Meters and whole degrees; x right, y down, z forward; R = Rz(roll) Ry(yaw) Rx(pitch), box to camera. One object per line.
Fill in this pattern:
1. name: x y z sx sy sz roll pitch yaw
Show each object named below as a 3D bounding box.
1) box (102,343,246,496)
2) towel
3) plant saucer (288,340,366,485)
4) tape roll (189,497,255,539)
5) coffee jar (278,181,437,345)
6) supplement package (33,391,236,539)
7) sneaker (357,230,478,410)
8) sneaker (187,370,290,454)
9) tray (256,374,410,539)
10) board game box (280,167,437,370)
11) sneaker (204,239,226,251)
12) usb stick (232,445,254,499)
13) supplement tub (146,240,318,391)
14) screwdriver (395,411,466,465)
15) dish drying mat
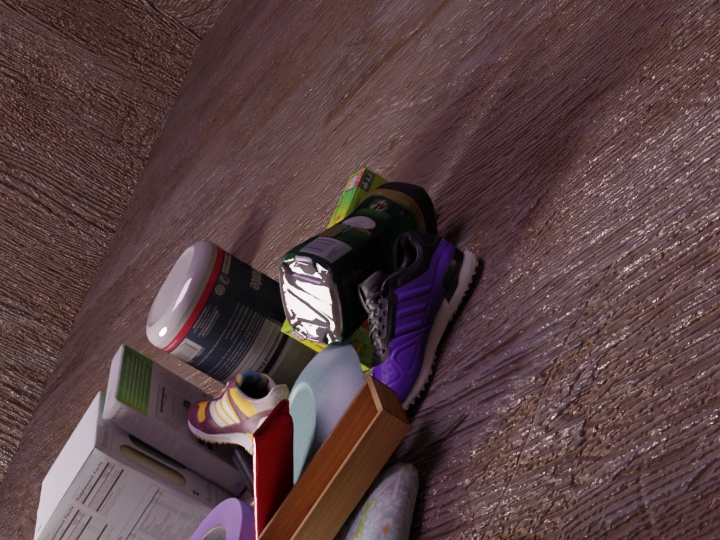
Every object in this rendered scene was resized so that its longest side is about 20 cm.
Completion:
1. box: -0.223 0.183 1.876 0.036 0.199 0.145 -50 18 17
2. towel: -0.021 0.286 1.373 0.200 0.048 0.172 -47 22 38
3. plant saucer: -0.047 0.169 1.542 0.201 0.038 0.204 -172 90 -69
4. tape roll: -0.153 0.349 1.629 0.201 0.065 0.201 -54 17 24
5. coffee jar: 0.003 -0.013 1.589 0.085 0.106 0.200 13 33 33
6. supplement package: -0.272 0.282 1.856 0.151 0.199 0.152 -56 18 14
7. sneaker: 0.033 0.051 1.510 0.202 0.099 0.069 -64 15 -13
8. sneaker: -0.137 0.157 1.777 0.199 0.074 0.091 8 106 48
9. tray: -0.028 0.202 1.410 0.201 0.037 0.099 -55 13 8
10. board game box: 0.000 0.000 1.694 0.202 0.101 0.048 -66 17 -18
11. sneaker: -0.258 0.036 2.464 0.116 0.080 0.200 -60 9 15
12. usb stick: -0.104 0.232 1.708 0.200 0.055 0.033 -146 51 -74
13. supplement tub: -0.145 0.068 1.836 0.141 0.199 0.141 -51 19 25
14. screwdriver: 0.032 0.190 1.418 0.199 0.028 0.029 -37 62 32
15. dish drying mat: -0.084 0.231 1.496 0.077 0.018 0.202 -48 -36 -57
